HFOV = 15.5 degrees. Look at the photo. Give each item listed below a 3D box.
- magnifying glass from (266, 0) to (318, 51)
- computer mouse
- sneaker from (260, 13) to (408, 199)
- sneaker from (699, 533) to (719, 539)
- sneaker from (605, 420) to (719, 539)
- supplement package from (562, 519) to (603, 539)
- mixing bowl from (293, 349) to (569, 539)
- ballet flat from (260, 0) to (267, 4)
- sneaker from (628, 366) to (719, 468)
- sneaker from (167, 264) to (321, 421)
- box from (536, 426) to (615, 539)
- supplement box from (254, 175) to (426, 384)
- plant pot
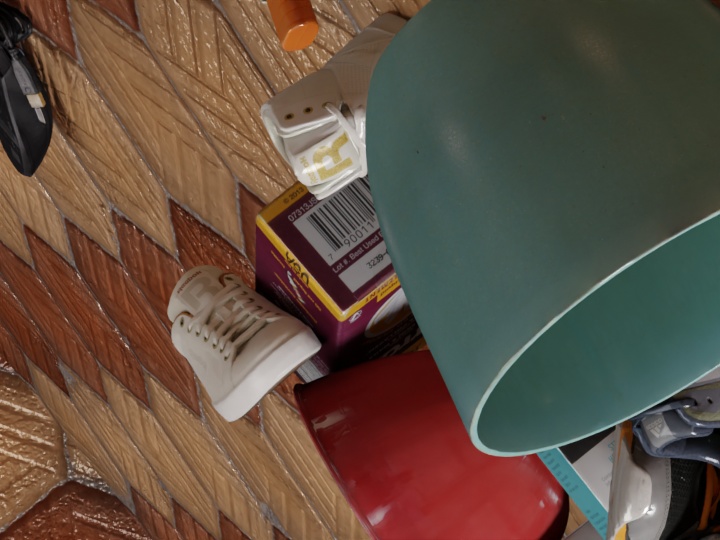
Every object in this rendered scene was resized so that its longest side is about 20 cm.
[{"bbox_3d":[-0.061,-0.205,1.402,0.080,0.022,0.201,-57,47,52],"label":"magnifying glass"},{"bbox_3d":[-0.293,-0.163,2.320,0.140,0.046,0.201,41,150,52],"label":"computer mouse"},{"bbox_3d":[0.022,-0.072,1.421,0.200,0.115,0.074,24,146,59],"label":"sneaker"},{"bbox_3d":[0.194,0.184,1.273,0.200,0.075,0.116,-31,64,46],"label":"sneaker"},{"bbox_3d":[0.174,0.108,1.338,0.077,0.079,0.200,8,-179,21],"label":"sneaker"},{"bbox_3d":[0.196,0.265,1.576,0.200,0.147,0.192,45,162,29],"label":"supplement package"},{"bbox_3d":[0.057,0.122,1.603,0.201,0.108,0.200,54,-175,-6],"label":"mixing bowl"},{"bbox_3d":[-0.033,-0.177,1.446,0.071,0.065,0.200,57,165,-13],"label":"ballet flat"},{"bbox_3d":[0.143,0.039,1.246,0.199,0.081,0.074,32,142,-10],"label":"sneaker"},{"bbox_3d":[-0.085,0.041,1.641,0.085,0.073,0.200,52,167,-8],"label":"sneaker"},{"bbox_3d":[0.188,0.147,1.463,0.200,0.082,0.049,52,166,7],"label":"box"},{"bbox_3d":[0.000,0.000,1.653,0.086,0.110,0.200,49,165,15],"label":"supplement box"},{"bbox_3d":[0.094,-0.043,1.131,0.161,0.200,0.201,59,168,21],"label":"plant pot"}]
